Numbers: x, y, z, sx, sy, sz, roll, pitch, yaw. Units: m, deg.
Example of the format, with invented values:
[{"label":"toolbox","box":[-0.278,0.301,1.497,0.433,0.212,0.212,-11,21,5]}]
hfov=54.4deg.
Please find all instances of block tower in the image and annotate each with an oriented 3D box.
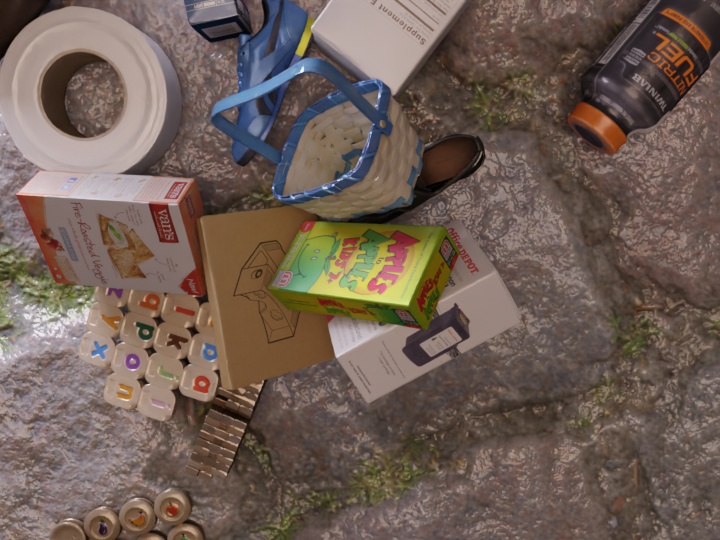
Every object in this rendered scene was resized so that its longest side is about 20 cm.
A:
[{"label":"block tower","box":[-0.160,0.168,0.897,0.054,0.058,0.200,22,99,-2]}]

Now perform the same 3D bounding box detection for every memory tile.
[{"label":"memory tile","box":[-0.305,0.383,0.944,0.200,0.017,0.154,-17,96,3]}]

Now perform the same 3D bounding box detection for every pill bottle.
[{"label":"pill bottle","box":[0.333,-0.233,0.815,0.106,0.106,0.200,39,97,-4]}]

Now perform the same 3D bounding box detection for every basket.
[{"label":"basket","box":[-0.042,-0.142,0.764,0.200,0.176,0.139,29,64,-42]}]

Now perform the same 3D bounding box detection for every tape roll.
[{"label":"tape roll","box":[-0.323,-0.206,0.845,0.202,0.071,0.203,0,97,0]}]

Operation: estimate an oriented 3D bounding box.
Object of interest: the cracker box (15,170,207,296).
[{"label":"cracker box","box":[-0.280,-0.043,0.824,0.199,0.058,0.134,4,130,11]}]

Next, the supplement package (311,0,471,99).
[{"label":"supplement package","box":[0.052,-0.308,0.801,0.120,0.121,0.200,37,97,-4]}]

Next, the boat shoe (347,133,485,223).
[{"label":"boat shoe","box":[0.057,-0.111,0.853,0.200,0.068,0.072,-26,95,8]}]

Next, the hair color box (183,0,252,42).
[{"label":"hair color box","box":[-0.179,-0.378,0.807,0.060,0.100,0.201,-11,97,2]}]

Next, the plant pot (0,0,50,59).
[{"label":"plant pot","box":[-0.431,-0.337,0.790,0.187,0.187,0.200,31,110,-3]}]

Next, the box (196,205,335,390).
[{"label":"box","box":[-0.108,0.026,0.839,0.163,0.021,0.201,-12,97,-42]}]

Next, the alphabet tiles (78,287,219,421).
[{"label":"alphabet tiles","box":[-0.258,0.082,0.886,0.195,0.015,0.201,14,89,13]}]

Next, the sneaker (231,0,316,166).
[{"label":"sneaker","box":[-0.124,-0.226,0.833,0.078,0.066,0.200,22,92,-21]}]

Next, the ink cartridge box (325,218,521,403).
[{"label":"ink cartridge box","box":[0.065,0.042,0.824,0.200,0.145,0.084,-28,120,4]}]

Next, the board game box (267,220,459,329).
[{"label":"board game box","box":[0.000,0.000,0.785,0.048,0.200,0.102,51,55,-42]}]
